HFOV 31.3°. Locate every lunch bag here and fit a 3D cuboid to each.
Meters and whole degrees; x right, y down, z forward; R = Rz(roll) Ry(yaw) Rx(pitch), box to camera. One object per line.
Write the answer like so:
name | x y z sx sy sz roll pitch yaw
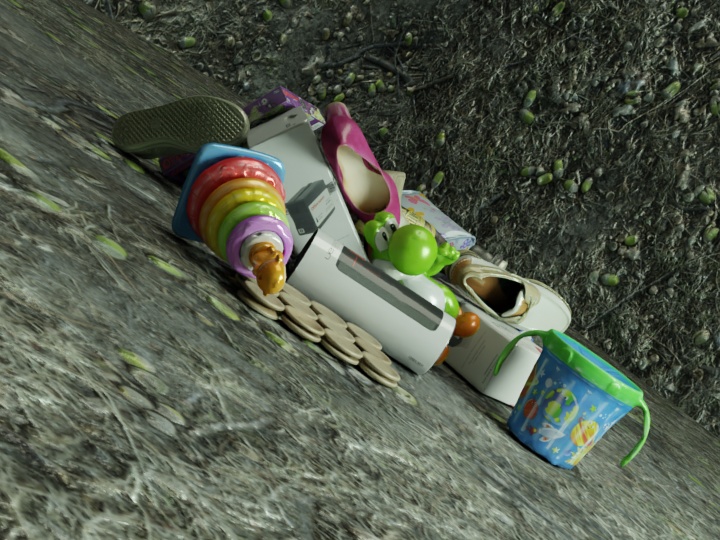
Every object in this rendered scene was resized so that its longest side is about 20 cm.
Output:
lunch bag | 0.044 -0.036 1.958 0.199 0.128 0.170 -4 30 -35

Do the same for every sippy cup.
sippy cup | 0.248 0.161 1.545 0.139 0.131 0.178 26 10 -43

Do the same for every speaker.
speaker | 0.009 0.037 1.497 0.199 0.082 0.081 34 7 -6

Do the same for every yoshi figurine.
yoshi figurine | 0.075 0.017 1.579 0.201 0.111 0.113 58 24 -25

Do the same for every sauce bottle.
sauce bottle | 0.071 -0.045 1.765 0.199 0.066 0.066 29 8 -12

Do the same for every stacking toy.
stacking toy | -0.110 -0.036 1.307 0.109 0.117 0.200 12 24 -28

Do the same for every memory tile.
memory tile | -0.050 0.054 1.364 0.199 0.017 0.153 33 7 -18

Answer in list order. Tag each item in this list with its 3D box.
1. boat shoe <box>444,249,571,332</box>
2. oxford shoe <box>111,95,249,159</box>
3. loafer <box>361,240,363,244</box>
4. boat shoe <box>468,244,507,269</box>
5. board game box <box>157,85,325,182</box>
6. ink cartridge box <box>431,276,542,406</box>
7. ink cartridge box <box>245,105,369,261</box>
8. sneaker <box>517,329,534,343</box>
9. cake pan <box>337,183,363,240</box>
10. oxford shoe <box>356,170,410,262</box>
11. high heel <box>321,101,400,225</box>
boat shoe | 0.205 0.042 1.745 0.199 0.075 0.068 24 15 -18
oxford shoe | -0.222 -0.177 1.630 0.198 0.076 0.058 -3 -18 27
loafer | 0.000 0.000 1.736 0.200 0.071 0.068 36 11 -4
boat shoe | 0.168 0.019 1.912 0.057 0.067 0.200 40 -24 9
board game box | -0.156 -0.171 1.704 0.033 0.199 0.120 67 18 14
ink cartridge box | 0.164 0.100 1.765 0.145 0.085 0.200 27 11 -47
ink cartridge box | -0.068 -0.090 1.602 0.145 0.083 0.201 -117 -176 -75
sneaker | 0.246 0.125 1.964 0.199 0.088 0.075 32 5 -25
cake pan | -0.052 -0.082 1.843 0.198 0.037 0.201 9 24 -4
oxford shoe | 0.039 -0.031 1.664 0.074 0.202 0.070 -7 10 -7
high heel | 0.006 -0.103 1.547 0.096 0.067 0.201 -99 171 -55
